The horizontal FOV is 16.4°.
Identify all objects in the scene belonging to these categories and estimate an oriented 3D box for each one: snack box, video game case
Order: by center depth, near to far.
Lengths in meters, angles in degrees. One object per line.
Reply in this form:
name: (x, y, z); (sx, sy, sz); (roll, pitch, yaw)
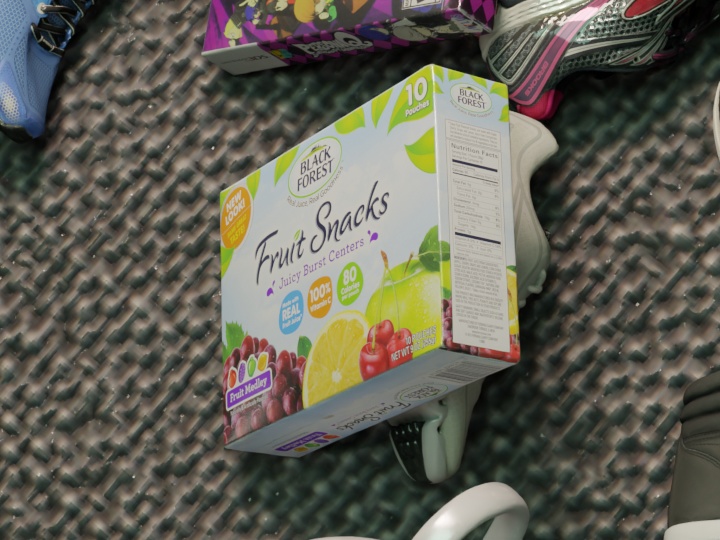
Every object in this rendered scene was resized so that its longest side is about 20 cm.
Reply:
snack box: (0.000, 0.000, 1.241); (0.200, 0.053, 0.143); (-28, 57, 51)
video game case: (0.004, -0.213, 1.347); (0.180, 0.036, 0.201); (-5, 69, 39)

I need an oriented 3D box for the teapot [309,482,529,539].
teapot: (-0.013, 0.209, 1.189); (0.196, 0.146, 0.201); (-4, 70, 13)

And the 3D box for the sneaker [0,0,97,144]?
sneaker: (-0.172, -0.168, 1.391); (0.089, 0.079, 0.201); (1, 72, 17)

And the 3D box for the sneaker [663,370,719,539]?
sneaker: (0.242, 0.082, 1.205); (0.199, 0.071, 0.100); (-6, 72, 14)

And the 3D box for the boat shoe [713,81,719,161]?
boat shoe: (0.225, -0.042, 1.236); (0.073, 0.060, 0.201); (-14, 53, 0)

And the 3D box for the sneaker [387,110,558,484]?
sneaker: (0.058, 0.010, 1.279); (0.081, 0.075, 0.201); (9, 85, -21)

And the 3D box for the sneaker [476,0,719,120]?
sneaker: (0.158, -0.145, 1.305); (0.199, 0.081, 0.075); (-23, 84, 13)
